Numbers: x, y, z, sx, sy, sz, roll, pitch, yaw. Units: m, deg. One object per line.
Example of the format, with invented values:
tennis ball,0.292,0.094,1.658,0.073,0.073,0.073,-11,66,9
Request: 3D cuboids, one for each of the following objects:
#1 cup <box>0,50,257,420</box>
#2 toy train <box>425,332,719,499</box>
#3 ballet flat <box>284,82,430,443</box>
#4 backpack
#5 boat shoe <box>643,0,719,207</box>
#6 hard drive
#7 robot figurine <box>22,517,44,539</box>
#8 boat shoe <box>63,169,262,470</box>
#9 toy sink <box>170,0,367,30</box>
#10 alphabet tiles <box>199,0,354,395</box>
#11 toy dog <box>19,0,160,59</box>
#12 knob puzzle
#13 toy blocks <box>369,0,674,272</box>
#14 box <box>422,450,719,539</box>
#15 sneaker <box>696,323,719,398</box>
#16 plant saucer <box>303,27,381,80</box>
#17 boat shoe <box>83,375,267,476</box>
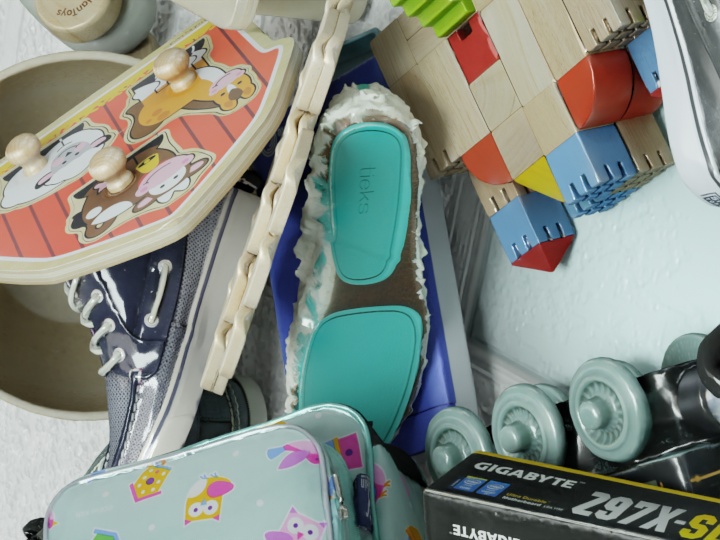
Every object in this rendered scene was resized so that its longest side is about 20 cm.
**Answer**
cup,-0.160,-0.019,1.377,0.143,0.199,0.201,-178,89,-79
toy train,0.107,0.100,1.085,0.200,0.085,0.115,-23,80,51
ballet flat,0.000,0.000,1.167,0.072,0.071,0.201,39,130,47
backpack,-0.049,0.173,1.088,0.175,0.153,0.201,-16,71,15
boat shoe,0.155,-0.130,1.025,0.068,0.073,0.200,-18,77,50
hard drive,-0.001,0.004,1.245,0.132,0.025,0.201,-25,70,50
robot figurine,-0.116,0.184,1.372,0.200,0.058,0.145,-27,102,49
boat shoe,-0.125,0.029,1.275,0.075,0.092,0.201,157,131,-72
toy sink,-0.053,-0.207,1.277,0.200,0.112,0.131,33,115,54
alphabet tiles,-0.040,-0.042,1.166,0.196,0.015,0.201,-79,9,-61
toy dog,-0.174,-0.200,1.449,0.200,0.096,0.132,50,175,5
knob puzzle,-0.116,-0.063,1.206,0.219,0.220,0.031,10,140,53
toy blocks,0.089,-0.085,1.113,0.200,0.100,0.137,-39,71,47
box,0.123,0.171,1.001,0.199,0.049,0.160,9,114,33
sneaker,0.207,0.005,0.938,0.200,0.090,0.079,-47,53,41
plant saucer,0.005,-0.022,1.274,0.070,0.019,0.201,-16,76,52
boat shoe,-0.130,0.113,1.415,0.200,0.062,0.073,-36,62,47
